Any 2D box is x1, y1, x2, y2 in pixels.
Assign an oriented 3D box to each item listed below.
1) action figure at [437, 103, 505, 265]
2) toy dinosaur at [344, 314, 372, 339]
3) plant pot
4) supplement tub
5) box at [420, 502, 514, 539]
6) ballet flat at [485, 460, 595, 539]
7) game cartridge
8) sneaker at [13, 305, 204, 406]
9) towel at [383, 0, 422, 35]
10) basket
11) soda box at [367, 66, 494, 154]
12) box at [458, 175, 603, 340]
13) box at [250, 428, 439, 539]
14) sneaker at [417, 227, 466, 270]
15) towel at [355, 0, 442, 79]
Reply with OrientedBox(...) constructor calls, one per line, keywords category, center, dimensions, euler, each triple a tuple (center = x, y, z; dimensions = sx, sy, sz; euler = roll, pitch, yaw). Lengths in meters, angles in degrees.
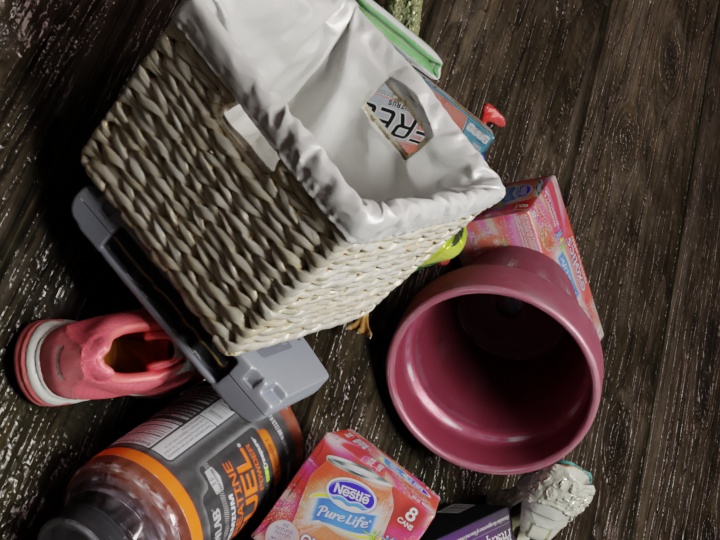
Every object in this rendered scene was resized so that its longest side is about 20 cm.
OrientedBox(category="action figure", center=(0.104, -0.083, 1.312), dimensions=(0.052, 0.065, 0.200), euler=(49, 46, -30))
OrientedBox(category="toy dinosaur", center=(0.000, 0.000, 1.140), dimensions=(0.200, 0.060, 0.107), euler=(-10, 118, -76))
OrientedBox(category="plant pot", center=(0.140, 0.068, 1.245), dimensions=(0.179, 0.199, 0.201), euler=(-59, 132, -62))
OrientedBox(category="supplement tub", center=(-0.132, 0.156, 0.899), dimensions=(0.200, 0.107, 0.107), euler=(-35, 113, -51))
OrientedBox(category="box", center=(0.070, 0.307, 1.190), dimensions=(0.200, 0.079, 0.142), euler=(-8, 93, -55))
OrientedBox(category="ballet flat", center=(0.174, 0.242, 1.266), dimensions=(0.071, 0.200, 0.072), euler=(5, 69, -12))
OrientedBox(category="game cartridge", center=(-0.110, 0.018, 0.914), dimensions=(0.200, 0.040, 0.133), euler=(49, 18, 9))
OrientedBox(category="sneaker", center=(-0.146, 0.062, 0.912), dimensions=(0.200, 0.086, 0.074), euler=(-9, 93, -55))
OrientedBox(category="towel", center=(0.029, -0.176, 1.188), dimensions=(0.148, 0.036, 0.201), euler=(103, -5, -73))
OrientedBox(category="basket", center=(-0.046, -0.068, 0.875), dimensions=(0.198, 0.161, 0.200), euler=(52, 29, 14))
OrientedBox(category="soda box", center=(0.016, -0.149, 1.056), dimensions=(0.200, 0.064, 0.068), euler=(38, 12, -4))
OrientedBox(category="box", center=(0.180, 0.013, 1.373), dimensions=(0.103, 0.094, 0.201), euler=(-46, 122, -54))
OrientedBox(category="box", center=(-0.005, 0.188, 0.985), dimensions=(0.096, 0.100, 0.200), euler=(-53, 172, -2))
OrientedBox(category="sneaker", center=(0.056, -0.075, 1.241), dimensions=(0.074, 0.083, 0.200), euler=(43, 32, -25))
OrientedBox(category="towel", center=(-0.024, -0.240, 1.075), dimensions=(0.023, 0.200, 0.152), euler=(-52, 145, 10))
